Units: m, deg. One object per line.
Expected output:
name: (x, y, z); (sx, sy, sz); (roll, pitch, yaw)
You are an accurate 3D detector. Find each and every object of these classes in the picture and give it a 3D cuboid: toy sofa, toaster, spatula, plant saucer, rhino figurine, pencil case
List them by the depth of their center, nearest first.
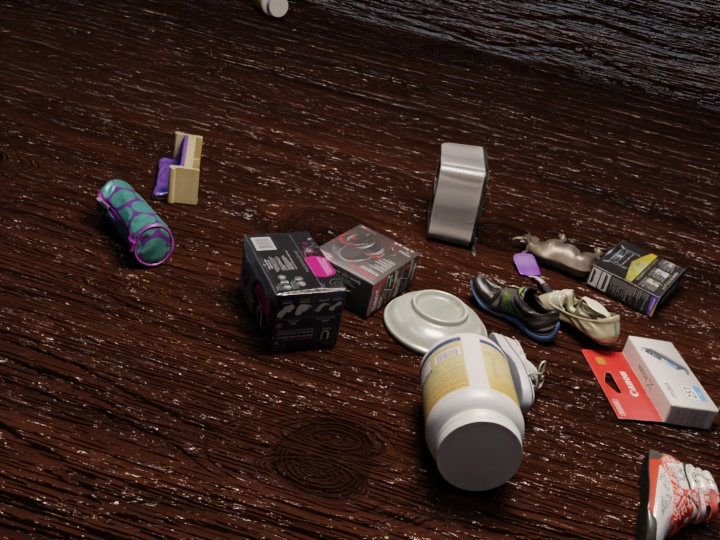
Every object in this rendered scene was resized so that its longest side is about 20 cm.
plant saucer: (0.141, 0.084, 1.478); (0.195, 0.051, 0.202); (10, 29, -6)
pencil case: (-0.426, -0.090, 1.521); (0.091, 0.087, 0.199); (6, 25, -45)
spatula: (0.376, 0.025, 1.701); (0.055, 0.021, 0.201); (3, 31, -18)
toy sofa: (-0.397, -0.227, 1.771); (0.095, 0.085, 0.201); (7, 30, -12)
rhino figurine: (0.430, -0.042, 1.799); (0.196, 0.061, 0.087); (21, 35, 20)
toaster: (0.219, -0.166, 1.812); (0.115, 0.185, 0.201); (9, 28, 1)

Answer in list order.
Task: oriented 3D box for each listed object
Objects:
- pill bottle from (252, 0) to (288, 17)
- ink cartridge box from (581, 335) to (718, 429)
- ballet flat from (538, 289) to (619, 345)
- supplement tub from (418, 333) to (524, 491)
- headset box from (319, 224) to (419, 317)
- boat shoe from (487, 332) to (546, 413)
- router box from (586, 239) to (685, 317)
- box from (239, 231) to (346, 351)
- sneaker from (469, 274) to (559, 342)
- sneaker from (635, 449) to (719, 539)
pill bottle: (-0.358, -1.080, 3.234); (0.109, 0.114, 0.200); (-5, 33, -28)
ink cartridge box: (0.509, 0.191, 1.442); (0.171, 0.046, 0.201); (8, 29, -11)
ballet flat: (0.414, 0.072, 1.557); (0.068, 0.071, 0.198); (-13, 29, -37)
supplement tub: (0.160, 0.203, 1.182); (0.140, 0.147, 0.201); (9, 29, -5)
headset box: (0.000, 0.000, 1.540); (0.147, 0.077, 0.199); (27, 32, 23)
boat shoe: (0.273, 0.174, 1.361); (0.084, 0.076, 0.203); (9, 20, -10)
router box: (0.605, 0.013, 1.779); (0.155, 0.053, 0.198); (30, 33, 26)
box: (-0.123, 0.033, 1.396); (0.129, 0.117, 0.201); (-4, 32, -24)
sneaker: (0.299, 0.057, 1.551); (0.198, 0.084, 0.070); (32, 34, 31)
sneaker: (0.451, 0.335, 1.146); (0.106, 0.069, 0.201); (17, 27, 14)
